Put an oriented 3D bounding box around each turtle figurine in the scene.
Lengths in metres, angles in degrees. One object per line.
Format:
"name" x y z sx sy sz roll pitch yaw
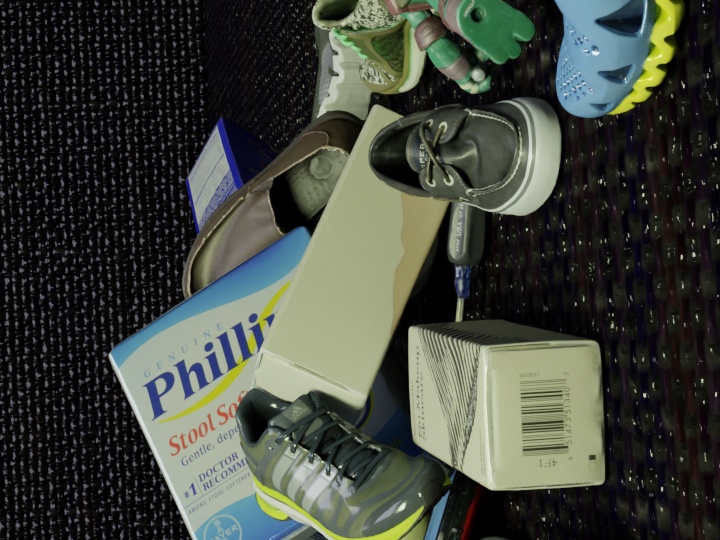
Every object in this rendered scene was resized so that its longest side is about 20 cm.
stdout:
"turtle figurine" 0.053 -0.181 1.040 0.200 0.100 0.151 -148 56 -71

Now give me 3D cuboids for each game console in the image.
"game console" 0.003 0.199 1.186 0.200 0.118 0.174 107 -178 -67

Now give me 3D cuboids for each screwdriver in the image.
"screwdriver" 0.070 0.034 1.161 0.028 0.029 0.202 -69 -21 -77

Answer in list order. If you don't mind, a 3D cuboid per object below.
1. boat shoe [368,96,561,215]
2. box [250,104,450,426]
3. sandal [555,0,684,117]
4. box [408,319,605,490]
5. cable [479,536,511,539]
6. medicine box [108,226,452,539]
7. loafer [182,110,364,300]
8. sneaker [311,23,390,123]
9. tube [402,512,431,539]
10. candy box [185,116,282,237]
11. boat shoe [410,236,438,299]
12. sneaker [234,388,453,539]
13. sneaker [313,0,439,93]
"boat shoe" 0.057 -0.073 1.058 0.200 0.066 0.071 -161 72 -70
"box" 0.000 0.000 1.182 0.095 0.077 0.201 112 -178 -68
"sandal" 0.104 -0.154 0.769 0.080 0.086 0.201 -106 15 -47
"box" 0.081 0.074 1.008 0.200 0.068 0.083 180 87 -80
"cable" 0.093 0.265 1.075 0.201 0.050 0.164 -100 17 -58
"medicine box" -0.058 0.105 1.274 0.201 0.181 0.103 60 -173 24
"loafer" -0.070 -0.039 1.322 0.200 0.073 0.071 -51 7 14
"sneaker" -0.009 -0.168 1.485 0.091 0.066 0.202 -107 21 -65
"tube" 0.039 0.221 1.354 0.058 0.052 0.202 44 -151 -57
"candy box" -0.058 -0.035 1.480 0.077 0.168 0.200 -55 20 14
"boat shoe" 0.021 -0.024 1.349 0.201 0.070 0.064 -93 7 -57
"sneaker" -0.021 0.124 1.103 0.199 0.074 0.081 3 129 52
"sneaker" 0.006 -0.190 1.265 0.200 0.088 0.078 113 152 -69
